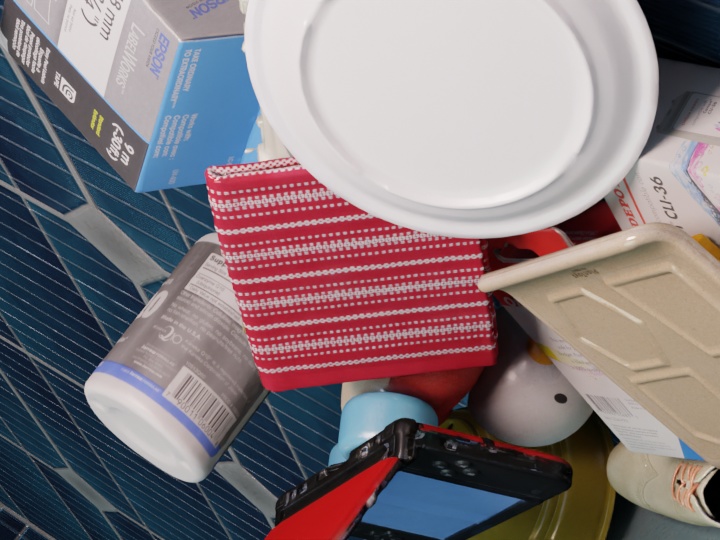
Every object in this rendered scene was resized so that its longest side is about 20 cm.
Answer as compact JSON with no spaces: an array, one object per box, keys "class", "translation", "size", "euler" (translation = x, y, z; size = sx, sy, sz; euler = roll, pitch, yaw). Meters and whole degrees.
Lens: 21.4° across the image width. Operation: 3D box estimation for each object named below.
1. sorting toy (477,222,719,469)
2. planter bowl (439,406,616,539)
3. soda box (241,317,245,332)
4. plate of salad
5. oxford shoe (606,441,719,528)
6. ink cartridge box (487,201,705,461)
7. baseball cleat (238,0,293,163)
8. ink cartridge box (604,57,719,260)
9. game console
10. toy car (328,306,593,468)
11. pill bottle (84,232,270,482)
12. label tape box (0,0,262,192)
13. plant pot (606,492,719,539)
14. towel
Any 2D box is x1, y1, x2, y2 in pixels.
[{"class":"sorting toy","translation":[0.177,0.040,0.984],"size":[0.199,0.037,0.185],"euler":[35,162,-13]},{"class":"planter bowl","translation":[0.078,0.158,1.325],"size":[0.083,0.202,0.200],"euler":[30,167,-31]},{"class":"soda box","translation":[-0.045,-0.050,1.202],"size":[0.063,0.068,0.201],"euler":[6,134,8]},{"class":"plate of salad","translation":[0.043,-0.099,0.901],"size":[0.198,0.048,0.201],"euler":[9,132,9]},{"class":"oxford shoe","translation":[0.221,0.127,1.190],"size":[0.073,0.072,0.199],"euler":[1,177,-40]},{"class":"ink cartridge box","translation":[0.155,0.023,1.118],"size":[0.200,0.067,0.116],"euler":[48,157,-24]},{"class":"baseball cleat","translation":[-0.012,-0.111,0.977],"size":[0.105,0.070,0.201],"euler":[-6,143,-1]},{"class":"ink cartridge box","translation":[0.187,-0.036,0.936],"size":[0.199,0.068,0.117],"euler":[18,152,44]},{"class":"game console","translation":[0.008,0.173,1.132],"size":[0.171,0.120,0.200],"euler":[15,156,-19]},{"class":"toy car","translation":[0.089,0.056,1.228],"size":[0.198,0.186,0.177],"euler":[8,157,-3]},{"class":"pill bottle","translation":[-0.103,0.045,1.416],"size":[0.113,0.201,0.114],"euler":[32,158,14]},{"class":"label tape box","translation":[-0.115,-0.121,1.084],"size":[0.200,0.063,0.145],"euler":[46,145,14]},{"class":"plant pot","translation":[0.219,0.250,1.318],"size":[0.196,0.197,0.200],"euler":[46,171,-35]},{"class":"towel","translation":[0.000,0.000,1.050],"size":[0.143,0.023,0.201],"euler":[-7,142,3]}]
